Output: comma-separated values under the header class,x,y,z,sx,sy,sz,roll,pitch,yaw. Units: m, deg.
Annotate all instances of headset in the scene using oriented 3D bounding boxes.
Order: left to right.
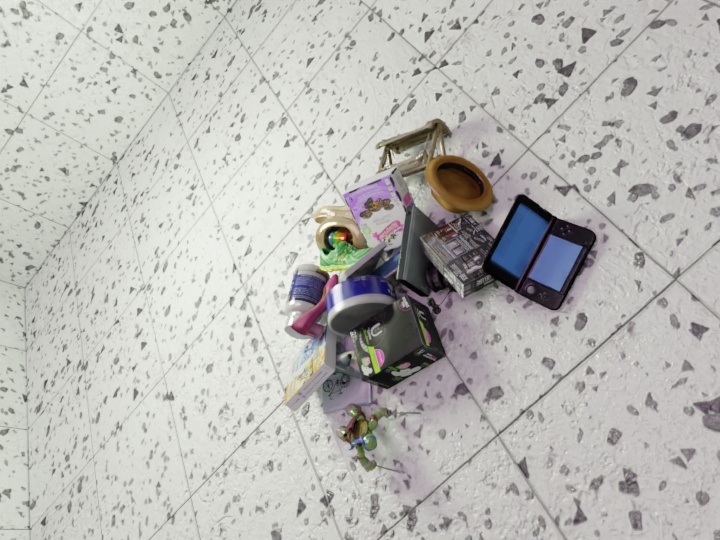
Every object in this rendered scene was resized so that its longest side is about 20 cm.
class,x,y,z,sx,sy,sz,roll,pitch,yaw
headset,0.214,0.015,1.407,0.121,0.094,0.205,-3,58,38

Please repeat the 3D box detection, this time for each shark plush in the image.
class,x,y,z,sx,sy,sz,roll,pitch,yaw
shark plush,-0.054,0.277,1.510,0.196,0.090,0.086,-21,88,25

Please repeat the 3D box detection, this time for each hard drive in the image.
class,x,y,z,sx,sy,sz,roll,pitch,yaw
hard drive,0.152,-0.049,1.455,0.032,0.139,0.206,-2,69,35

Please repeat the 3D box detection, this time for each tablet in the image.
class,x,y,z,sx,sy,sz,roll,pitch,yaw
tablet,0.067,0.004,1.542,0.198,0.014,0.131,-37,14,22

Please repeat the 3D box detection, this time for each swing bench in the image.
class,x,y,z,sx,sy,sz,roll,pitch,yaw
swing bench,0.150,-0.329,1.589,0.195,0.129,0.206,-15,62,35

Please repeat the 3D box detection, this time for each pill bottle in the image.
class,x,y,z,sx,sy,sz,roll,pitch,yaw
pill bottle,-0.164,0.095,1.646,0.117,0.120,0.205,-13,51,34

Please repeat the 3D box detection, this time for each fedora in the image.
class,x,y,z,sx,sy,sz,roll,pitch,yaw
fedora,0.252,-0.214,1.450,0.082,0.194,0.205,118,146,-51

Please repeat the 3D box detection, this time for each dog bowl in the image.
class,x,y,z,sx,sy,sz,roll,pitch,yaw
dog bowl,0.005,0.099,1.472,0.197,0.198,0.081,-28,54,26

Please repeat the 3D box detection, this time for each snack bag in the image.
class,x,y,z,sx,sy,sz,roll,pitch,yaw
snack bag,-0.047,0.295,1.551,0.185,0.021,0.206,-20,60,32

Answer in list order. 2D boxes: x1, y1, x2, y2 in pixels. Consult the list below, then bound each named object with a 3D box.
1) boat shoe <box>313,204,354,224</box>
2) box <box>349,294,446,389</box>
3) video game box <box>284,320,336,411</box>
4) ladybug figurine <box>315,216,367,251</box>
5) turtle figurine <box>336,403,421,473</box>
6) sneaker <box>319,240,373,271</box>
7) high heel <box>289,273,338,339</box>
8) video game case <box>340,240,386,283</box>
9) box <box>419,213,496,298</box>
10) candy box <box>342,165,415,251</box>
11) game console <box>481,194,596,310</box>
class,x,y,z,sx,sy,sz,roll,pitch,yaw
boat shoe,-0.075,-0.165,1.744,0.195,0.071,0.067,-4,67,37
box,0.093,0.187,1.411,0.198,0.123,0.152,-33,54,23
video game box,-0.138,0.266,1.544,0.183,0.046,0.202,-50,18,21
ladybug figurine,-0.053,-0.096,1.677,0.195,0.071,0.141,10,104,33
turtle figurine,0.030,0.424,1.394,0.193,0.194,0.149,10,106,64
sneaker,-0.045,-0.046,1.592,0.195,0.074,0.086,-8,101,31
high heel,-0.128,0.090,1.563,0.067,0.094,0.205,142,149,-71
video game case,0.000,0.000,1.510,0.142,0.201,0.018,-40,81,-17
box,0.264,-0.042,1.367,0.154,0.051,0.201,-26,48,-14
candy box,0.068,-0.165,1.539,0.164,0.204,0.072,-16,21,33
game console,0.409,-0.043,1.255,0.174,0.115,0.204,30,91,43
